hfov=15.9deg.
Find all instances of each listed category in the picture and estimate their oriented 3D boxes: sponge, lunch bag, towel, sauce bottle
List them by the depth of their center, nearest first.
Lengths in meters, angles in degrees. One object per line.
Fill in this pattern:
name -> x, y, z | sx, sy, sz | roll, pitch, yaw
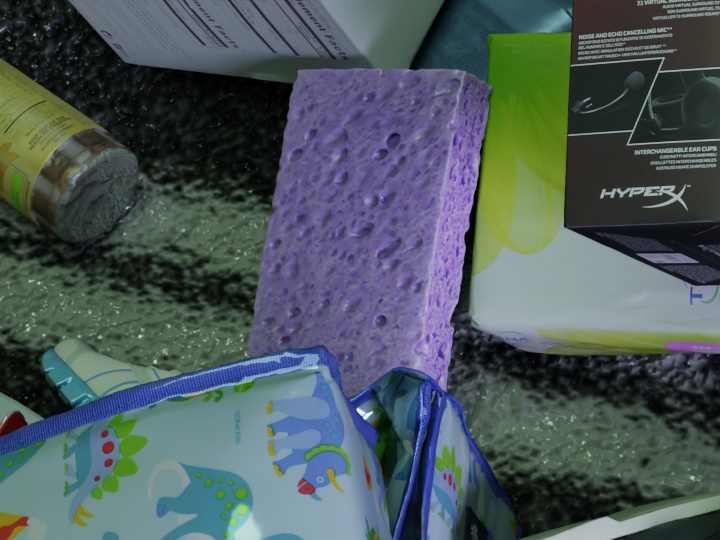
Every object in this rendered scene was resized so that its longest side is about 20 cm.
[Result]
lunch bag -> -0.084, 0.143, 0.999 | 0.200, 0.127, 0.170 | -13, 62, 5
lunch bag -> -0.005, 0.157, 1.142 | 0.127, 0.170, 0.200 | 27, 74, 26
sponge -> 0.000, 0.000, 1.259 | 0.111, 0.030, 0.200 | 2, 78, 40
towel -> 0.083, -0.143, 1.358 | 0.200, 0.049, 0.112 | -41, 55, -7
sauce bottle -> -0.208, -0.086, 1.399 | 0.200, 0.065, 0.065 | 34, 75, 30

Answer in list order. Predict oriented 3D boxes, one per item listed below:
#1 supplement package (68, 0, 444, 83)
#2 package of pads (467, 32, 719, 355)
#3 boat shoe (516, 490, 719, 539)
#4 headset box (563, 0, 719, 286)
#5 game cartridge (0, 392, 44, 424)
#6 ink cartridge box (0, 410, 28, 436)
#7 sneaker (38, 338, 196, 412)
supplement package -> -0.058, -0.175, 1.346 | 0.200, 0.110, 0.114 | 10, 63, 40
package of pads -> 0.152, -0.035, 1.227 | 0.200, 0.068, 0.155 | 2, 82, 30
boat shoe -> 0.126, 0.138, 1.139 | 0.074, 0.199, 0.066 | -19, 82, 40
headset box -> 0.153, -0.103, 1.115 | 0.077, 0.149, 0.200 | -1, 79, 29
game cartridge -> -0.228, 0.116, 1.308 | 0.200, 0.040, 0.133 | 20, 72, 24
ink cartridge box -> -0.129, 0.159, 1.159 | 0.067, 0.200, 0.116 | 22, 70, 24
sneaker -> -0.082, 0.076, 1.253 | 0.087, 0.075, 0.200 | -42, 43, -12
